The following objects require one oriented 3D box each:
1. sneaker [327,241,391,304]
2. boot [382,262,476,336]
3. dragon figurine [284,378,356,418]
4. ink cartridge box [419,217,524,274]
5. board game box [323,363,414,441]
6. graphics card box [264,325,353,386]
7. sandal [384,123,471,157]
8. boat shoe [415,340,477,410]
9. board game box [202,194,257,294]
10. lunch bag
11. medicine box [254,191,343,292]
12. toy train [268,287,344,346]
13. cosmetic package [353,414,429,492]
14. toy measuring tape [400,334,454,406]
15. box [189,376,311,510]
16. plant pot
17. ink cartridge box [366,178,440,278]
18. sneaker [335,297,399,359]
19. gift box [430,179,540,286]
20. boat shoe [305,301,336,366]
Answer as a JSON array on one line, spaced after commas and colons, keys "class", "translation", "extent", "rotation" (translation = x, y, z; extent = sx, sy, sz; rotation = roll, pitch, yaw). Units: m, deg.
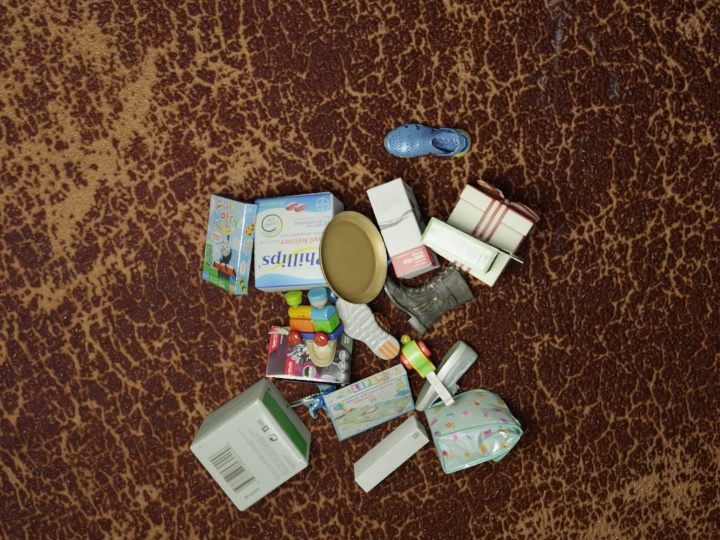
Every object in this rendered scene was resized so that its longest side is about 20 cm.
[{"class": "sneaker", "translation": [0.000, 0.000, 1.467], "extent": [0.200, 0.082, 0.074], "rotation": [-43, 102, -13]}, {"class": "boot", "translation": [0.156, 0.039, 1.517], "extent": [0.174, 0.069, 0.200], "rotation": [-40, 103, 0]}, {"class": "dragon figurine", "translation": [-0.085, 0.298, 1.530], "extent": [0.200, 0.059, 0.100], "rotation": [16, 109, -28]}, {"class": "ink cartridge box", "translation": [0.227, -0.039, 1.300], "extent": [0.200, 0.104, 0.059], "rotation": [27, 99, 12]}, {"class": "board game box", "translation": [0.024, 0.315, 1.524], "extent": [0.200, 0.034, 0.135], "rotation": [-21, 128, -9]}, {"class": "graphics card box", "translation": [-0.119, 0.203, 1.514], "extent": [0.199, 0.051, 0.126], "rotation": [7, 70, -3]}, {"class": "sandal", "translation": [0.154, -0.292, 1.442], "extent": [0.199, 0.087, 0.080], "rotation": [-3, 102, 1]}, {"class": "boat shoe", "translation": [0.211, 0.267, 1.548], "extent": [0.071, 0.070, 0.201], "rotation": [35, 94, -3]}, {"class": "board game box", "translation": [-0.297, -0.062, 1.444], "extent": [0.037, 0.151, 0.201], "rotation": [1, 102, -43]}, {"class": "lunch bag", "translation": [0.267, 0.372, 1.518], "extent": [0.200, 0.170, 0.122], "rotation": [-17, 106, 0]}, {"class": "medicine box", "translation": [-0.133, -0.058, 1.421], "extent": [0.182, 0.103, 0.201], "rotation": [-4, 81, 12]}, {"class": "toy train", "translation": [-0.141, 0.096, 1.411], "extent": [0.200, 0.085, 0.116], "rotation": [-1, 115, 30]}, {"class": "cosmetic package", "translation": [0.074, 0.448, 1.572], "extent": [0.200, 0.083, 0.051], "rotation": [-41, 101, 6]}, {"class": "toy measuring tape", "translation": [0.149, 0.228, 1.499], "extent": [0.074, 0.074, 0.200], "rotation": [-37, 60, 5]}, {"class": "box", "translation": [-0.250, 0.401, 1.508], "extent": [0.200, 0.171, 0.199], "rotation": [-35, 99, 4]}, {"class": "plant pot", "translation": [-0.019, -0.026, 1.368], "extent": [0.027, 0.200, 0.200], "rotation": [-10, 104, 43]}, {"class": "ink cartridge box", "translation": [0.097, -0.090, 1.415], "extent": [0.083, 0.147, 0.200], "rotation": [-21, 84, 13]}, {"class": "sneaker", "translation": [0.008, 0.118, 1.492], "extent": [0.078, 0.112, 0.200], "rotation": [-37, 112, 7]}, {"class": "gift box", "translation": [0.276, -0.092, 1.437], "extent": [0.184, 0.200, 0.187], "rotation": [32, 102, 7]}, {"class": "boat shoe", "translation": [-0.091, 0.121, 1.483], "extent": [0.073, 0.063, 0.201], "rotation": [-2, 75, -6]}]
